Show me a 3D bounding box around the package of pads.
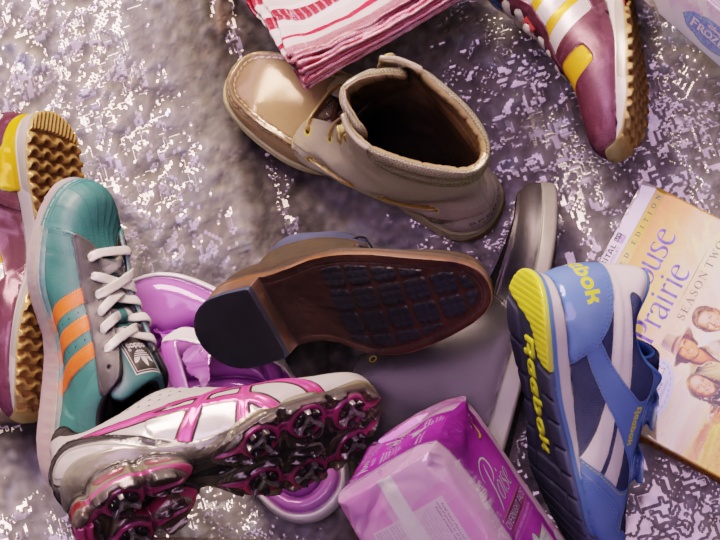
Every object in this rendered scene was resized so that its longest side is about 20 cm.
[{"bbox_3d":[0.076,0.177,1.141,0.076,0.121,0.200,-32,95,17],"label":"package of pads"}]

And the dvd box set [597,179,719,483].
[{"bbox_3d":[0.228,0.052,1.222,0.200,0.029,0.147,29,83,13],"label":"dvd box set"}]

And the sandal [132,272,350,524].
[{"bbox_3d":[-0.081,0.071,1.251,0.203,0.050,0.082,43,84,16],"label":"sandal"}]

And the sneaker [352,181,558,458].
[{"bbox_3d":[0.057,0.032,1.226,0.106,0.075,0.201,14,81,8],"label":"sneaker"}]

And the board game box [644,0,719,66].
[{"bbox_3d":[0.291,-0.179,1.218,0.199,0.041,0.200,-38,73,-28],"label":"board game box"}]

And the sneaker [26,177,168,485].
[{"bbox_3d":[-0.155,0.042,1.234,0.080,0.071,0.201,2,96,37],"label":"sneaker"}]

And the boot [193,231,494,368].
[{"bbox_3d":[0.000,0.000,1.204,0.200,0.097,0.075,-8,118,30],"label":"boot"}]

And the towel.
[{"bbox_3d":[0.001,-0.187,1.241,0.144,0.200,0.023,-30,118,-1],"label":"towel"}]

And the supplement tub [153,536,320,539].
[{"bbox_3d":[-0.072,0.230,1.166,0.199,0.145,0.145,1,78,8],"label":"supplement tub"}]

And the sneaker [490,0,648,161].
[{"bbox_3d":[0.127,-0.159,1.259,0.090,0.075,0.201,-9,70,13],"label":"sneaker"}]

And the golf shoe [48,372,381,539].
[{"bbox_3d":[-0.086,0.092,1.169,0.200,0.073,0.092,-17,45,-18],"label":"golf shoe"}]

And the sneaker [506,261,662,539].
[{"bbox_3d":[0.142,0.086,1.171,0.082,0.074,0.201,-16,116,-16],"label":"sneaker"}]

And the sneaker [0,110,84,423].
[{"bbox_3d":[-0.228,-0.001,1.285,0.090,0.075,0.201,-3,81,31],"label":"sneaker"}]

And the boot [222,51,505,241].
[{"bbox_3d":[-0.004,-0.095,1.222,0.200,0.155,0.072,29,83,11],"label":"boot"}]
